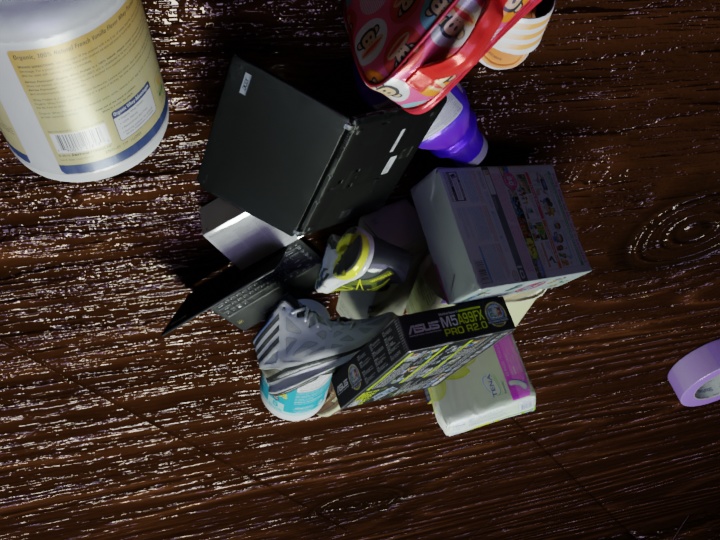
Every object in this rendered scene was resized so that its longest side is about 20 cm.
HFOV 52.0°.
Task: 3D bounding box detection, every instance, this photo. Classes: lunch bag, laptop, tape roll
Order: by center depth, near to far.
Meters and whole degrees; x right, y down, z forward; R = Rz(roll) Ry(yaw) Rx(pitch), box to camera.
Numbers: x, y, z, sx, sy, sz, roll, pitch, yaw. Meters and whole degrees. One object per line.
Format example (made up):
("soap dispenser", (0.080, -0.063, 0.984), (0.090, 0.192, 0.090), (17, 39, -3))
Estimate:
("lunch bag", (0.074, -0.239, 0.626), (0.081, 0.178, 0.200), (21, 131, -38))
("laptop", (-0.042, -0.130, 0.755), (0.198, 0.104, 0.178), (-22, 158, -36))
("laptop", (-0.134, 0.040, 0.968), (0.175, 0.105, 0.200), (-28, 144, 15))
("tape roll", (0.807, 0.230, 1.679), (0.196, 0.066, 0.202), (-12, 145, -9))

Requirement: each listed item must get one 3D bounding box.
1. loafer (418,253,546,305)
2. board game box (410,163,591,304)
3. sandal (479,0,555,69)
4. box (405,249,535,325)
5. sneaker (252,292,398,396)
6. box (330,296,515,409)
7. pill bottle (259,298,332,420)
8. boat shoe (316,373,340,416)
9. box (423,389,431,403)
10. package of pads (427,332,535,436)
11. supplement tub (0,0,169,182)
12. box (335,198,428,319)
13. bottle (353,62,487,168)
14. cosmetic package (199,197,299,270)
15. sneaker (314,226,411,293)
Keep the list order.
("loafer", (0.164, 0.021, 0.938), (0.197, 0.069, 0.076), (4, 140, -28))
("board game box", (0.171, -0.047, 0.885), (0.197, 0.150, 0.064), (-7, 163, -35))
("sandal", (0.153, -0.271, 0.721), (0.078, 0.060, 0.208), (-13, 144, -7))
("box", (0.170, -0.007, 1.049), (0.172, 0.098, 0.201), (-2, 142, -21))
("sneaker", (-0.050, 0.073, 0.968), (0.197, 0.117, 0.076), (-24, -177, -3))
("box", (0.072, 0.103, 0.907), (0.158, 0.045, 0.200), (-8, 156, -29))
("pill bottle", (-0.091, 0.130, 1.101), (0.109, 0.112, 0.202), (-6, 142, -17))
("boat shoe", (-0.034, 0.162, 1.216), (0.074, 0.075, 0.203), (25, 121, -27))
("box", (0.182, 0.156, 1.299), (0.069, 0.065, 0.201), (4, 139, -27))
("package of pads", (0.169, 0.141, 1.153), (0.152, 0.203, 0.069), (-17, 150, 0))
("supplement tub", (-0.239, -0.186, 0.583), (0.141, 0.146, 0.202), (-12, 145, -9))
("box", (0.029, 0.004, 1.008), (0.081, 0.069, 0.202), (-25, 151, -28))
("bottle", (0.076, -0.177, 0.806), (0.083, 0.066, 0.199), (-31, 143, 23))
("cosmetic package", (-0.085, -0.083, 0.870), (0.197, 0.051, 0.083), (-27, 142, 12))
("sneaker", (0.000, 0.000, 0.899), (0.083, 0.076, 0.200), (18, 174, -13))
